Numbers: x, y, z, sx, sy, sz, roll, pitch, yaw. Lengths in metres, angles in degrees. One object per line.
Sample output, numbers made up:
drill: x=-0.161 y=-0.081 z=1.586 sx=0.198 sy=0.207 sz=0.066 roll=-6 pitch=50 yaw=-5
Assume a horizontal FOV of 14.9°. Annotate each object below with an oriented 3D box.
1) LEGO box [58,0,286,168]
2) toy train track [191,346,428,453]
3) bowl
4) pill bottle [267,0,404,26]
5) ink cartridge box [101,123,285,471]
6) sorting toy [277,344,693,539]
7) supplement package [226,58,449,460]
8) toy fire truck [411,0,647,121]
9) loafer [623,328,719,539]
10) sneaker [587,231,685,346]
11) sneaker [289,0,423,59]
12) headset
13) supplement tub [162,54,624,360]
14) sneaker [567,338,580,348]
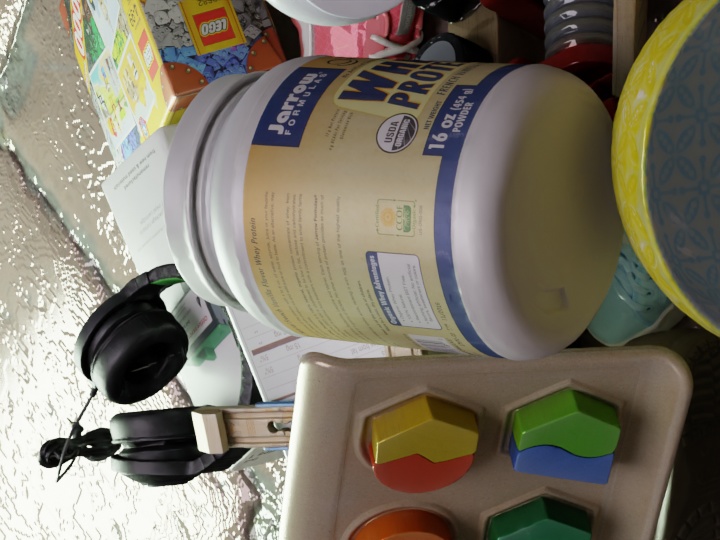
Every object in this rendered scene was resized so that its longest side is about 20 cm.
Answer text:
LEGO box: x=-0.122 y=-0.149 z=1.750 sx=0.200 sy=0.077 sz=0.149 roll=125 pitch=126 yaw=-68
toy train track: x=-0.011 y=0.087 z=1.489 sx=0.200 sy=0.033 sz=0.115 roll=-3 pitch=104 yaw=33
bowl: x=0.196 y=-0.062 z=1.364 sx=0.108 sy=0.200 sz=0.201 roll=19 pitch=115 yaw=62
pill bottle: x=-0.021 y=-0.198 z=1.527 sx=0.200 sy=0.112 sz=0.112 roll=-126 pitch=35 yaw=-69
ink cartridge box: x=-0.049 y=0.007 z=1.705 sx=0.084 sy=0.146 sz=0.200 roll=-40 pitch=70 yaw=48
sorting toy: x=0.061 y=0.113 z=1.435 sx=0.037 sy=0.200 sz=0.185 roll=-96 pitch=10 yaw=-45
supplement package: x=0.000 y=0.000 z=1.551 sx=0.117 sy=0.117 sz=0.200 roll=-22 pitch=91 yaw=35
toy fire truck: x=0.112 y=-0.130 z=1.455 sx=0.200 sy=0.129 sz=0.176 roll=-26 pitch=53 yaw=43
loafer: x=0.174 y=0.122 z=1.529 sx=0.067 sy=0.076 sz=0.200 roll=25 pitch=117 yaw=52
sneaker: x=0.155 y=-0.031 z=1.497 sx=0.074 sy=0.082 sz=0.200 roll=51 pitch=135 yaw=29
sneaker: x=0.003 y=-0.134 z=1.659 sx=0.087 sy=0.074 sz=0.201 roll=-17 pitch=87 yaw=50
headset: x=-0.119 y=0.074 z=1.656 sx=0.200 sy=0.094 sz=0.124 roll=-31 pitch=72 yaw=35
supplement tub: x=0.016 y=-0.034 z=1.378 sx=0.200 sy=0.144 sz=0.145 roll=5 pitch=105 yaw=33
sneaker: x=0.091 y=0.007 z=1.605 sx=0.078 sy=0.075 sz=0.200 roll=-18 pitch=94 yaw=42
